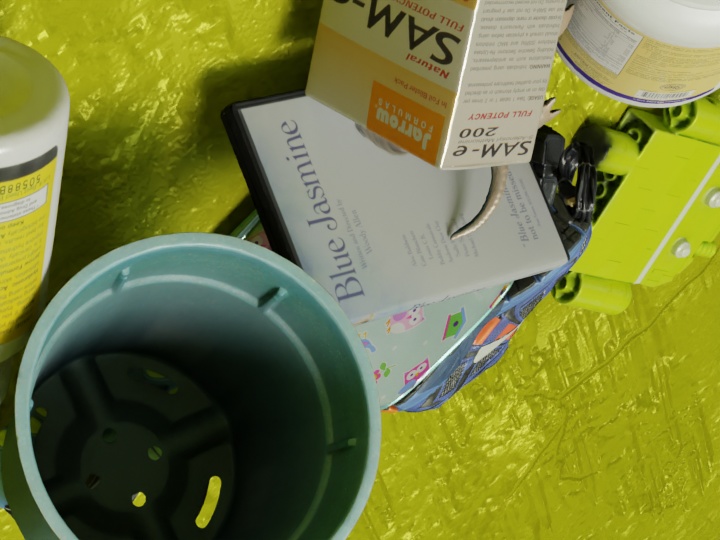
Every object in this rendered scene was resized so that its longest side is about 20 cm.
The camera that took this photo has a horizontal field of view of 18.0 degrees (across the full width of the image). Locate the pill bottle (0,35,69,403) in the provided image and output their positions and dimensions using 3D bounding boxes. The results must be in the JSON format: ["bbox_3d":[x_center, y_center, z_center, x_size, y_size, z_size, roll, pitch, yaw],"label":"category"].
[{"bbox_3d":[-0.216,-0.017,1.191,0.111,0.111,0.200,-16,135,-33],"label":"pill bottle"}]

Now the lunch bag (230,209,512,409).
[{"bbox_3d":[0.000,0.000,1.448,0.160,0.077,0.200,-45,144,3],"label":"lunch bag"}]

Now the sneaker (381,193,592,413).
[{"bbox_3d":[0.082,0.023,1.565,0.200,0.075,0.078,-42,151,12],"label":"sneaker"}]

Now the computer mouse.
[{"bbox_3d":[0.115,-0.061,1.435,0.034,0.200,0.059,10,96,-9],"label":"computer mouse"}]

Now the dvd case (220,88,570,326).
[{"bbox_3d":[0.024,-0.049,1.340,0.200,0.143,0.018,-15,170,-37],"label":"dvd case"}]

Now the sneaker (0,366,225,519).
[{"bbox_3d":[-0.143,0.098,1.424,0.199,0.071,0.083,-26,154,-22],"label":"sneaker"}]

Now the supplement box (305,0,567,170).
[{"bbox_3d":[0.049,-0.171,1.253,0.073,0.126,0.201,-7,117,-40],"label":"supplement box"}]

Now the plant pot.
[{"bbox_3d":[-0.113,0.099,1.278,0.200,0.201,0.196,-27,176,-23],"label":"plant pot"}]

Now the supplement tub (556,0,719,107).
[{"bbox_3d":[0.187,-0.187,1.326,0.145,0.146,0.200,-37,174,-10],"label":"supplement tub"}]

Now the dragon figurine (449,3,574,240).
[{"bbox_3d":[0.069,-0.125,1.347,0.059,0.099,0.201,-5,110,-34],"label":"dragon figurine"}]

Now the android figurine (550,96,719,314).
[{"bbox_3d":[0.208,-0.048,1.635,0.200,0.041,0.182,13,116,-47],"label":"android figurine"}]
